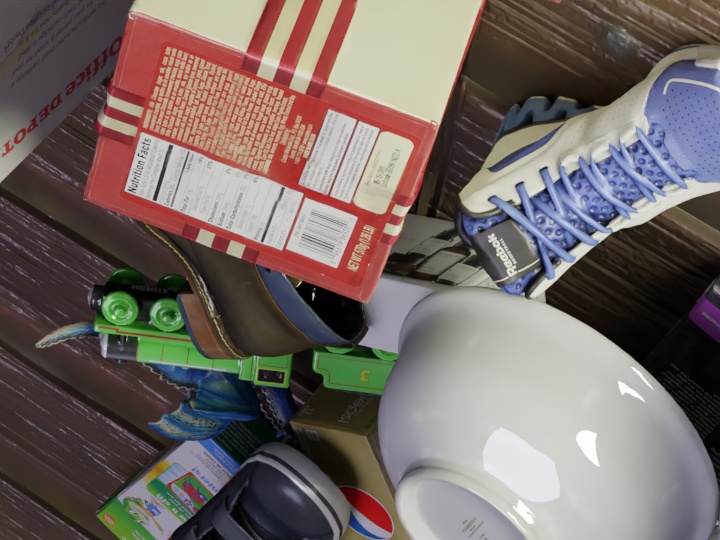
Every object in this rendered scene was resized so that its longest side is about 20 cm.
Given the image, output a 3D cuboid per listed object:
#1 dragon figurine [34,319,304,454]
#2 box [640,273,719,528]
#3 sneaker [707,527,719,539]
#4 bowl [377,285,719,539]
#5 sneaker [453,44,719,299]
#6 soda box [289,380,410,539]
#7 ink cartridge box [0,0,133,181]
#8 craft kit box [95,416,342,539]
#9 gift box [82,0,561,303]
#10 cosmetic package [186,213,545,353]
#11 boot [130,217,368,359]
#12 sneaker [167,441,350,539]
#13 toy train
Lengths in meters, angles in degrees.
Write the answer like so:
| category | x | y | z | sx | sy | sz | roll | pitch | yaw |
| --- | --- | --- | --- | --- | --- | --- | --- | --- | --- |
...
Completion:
| category | x | y | z | sx | sy | sz | roll | pitch | yaw |
| --- | --- | --- | --- | --- | --- | --- | --- | --- | --- |
| dragon figurine | -0.095 | 0.070 | 1.768 | 0.059 | 0.200 | 0.100 | -21 | 74 | 51 |
| box | 0.213 | 0.090 | 1.576 | 0.143 | 0.036 | 0.200 | 40 | 145 | 4 |
| sneaker | 0.258 | 0.190 | 1.583 | 0.200 | 0.075 | 0.100 | 39 | 153 | -29 |
| bowl | 0.081 | 0.111 | 1.520 | 0.201 | 0.090 | 0.201 | 29 | 148 | 20 |
| sneaker | 0.117 | -0.038 | 1.458 | 0.199 | 0.115 | 0.081 | -15 | 118 | 51 |
| soda box | 0.030 | 0.151 | 1.795 | 0.064 | 0.068 | 0.200 | 7 | 133 | 39 |
| ink cartridge box | -0.228 | -0.180 | 1.616 | 0.145 | 0.147 | 0.200 | 26 | 142 | 22 |
| craft kit box | -0.065 | 0.194 | 1.959 | 0.200 | 0.049 | 0.197 | 45 | 143 | -4 |
| gift box | -0.016 | -0.112 | 1.456 | 0.200 | 0.187 | 0.185 | 22 | 144 | -6 |
| cosmetic package | 0.000 | 0.000 | 1.640 | 0.200 | 0.083 | 0.051 | 12 | 118 | 36 |
| boot | -0.064 | -0.033 | 1.563 | 0.097 | 0.075 | 0.200 | 3 | 134 | 30 |
| sneaker | -0.067 | 0.168 | 1.794 | 0.078 | 0.079 | 0.200 | 43 | 158 | 0 |
| toy train | -0.063 | 0.039 | 1.713 | 0.200 | 0.042 | 0.056 | 7 | 120 | -1 |
